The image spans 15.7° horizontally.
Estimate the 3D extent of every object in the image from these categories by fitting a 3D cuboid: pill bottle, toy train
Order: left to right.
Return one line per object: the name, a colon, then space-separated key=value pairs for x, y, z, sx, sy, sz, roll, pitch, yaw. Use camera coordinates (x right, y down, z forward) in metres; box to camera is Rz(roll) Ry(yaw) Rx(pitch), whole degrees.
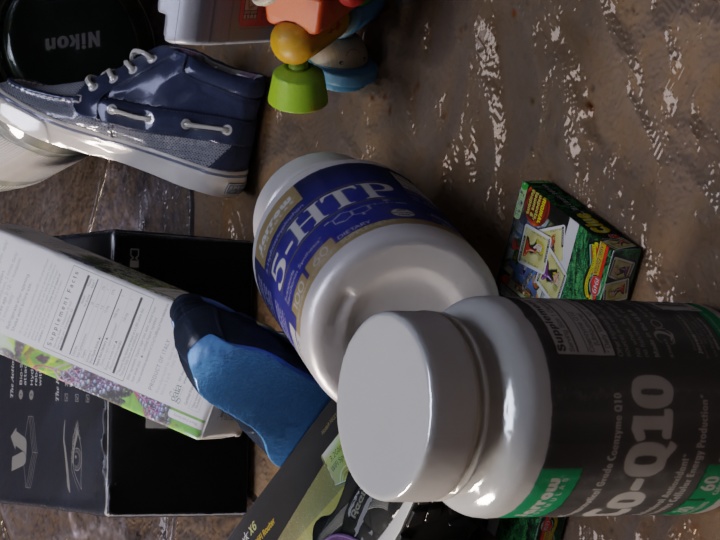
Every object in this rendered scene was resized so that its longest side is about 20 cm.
toy train: x=-0.039 y=-0.148 z=1.612 sx=0.085 sy=0.200 sz=0.116 roll=15 pitch=118 yaw=19
pill bottle: x=0.000 y=0.000 z=1.574 sx=0.200 sy=0.119 sz=0.120 roll=-129 pitch=48 yaw=-65
pill bottle: x=0.096 y=0.070 z=1.335 sx=0.113 sy=0.200 sz=0.113 roll=-5 pitch=84 yaw=60

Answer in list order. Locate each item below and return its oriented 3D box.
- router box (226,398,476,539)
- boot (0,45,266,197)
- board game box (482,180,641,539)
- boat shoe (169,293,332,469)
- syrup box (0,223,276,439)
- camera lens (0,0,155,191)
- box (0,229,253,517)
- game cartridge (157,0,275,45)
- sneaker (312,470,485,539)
router box: x=-0.006 y=0.190 z=1.634 sx=0.200 sy=0.052 sz=0.157 roll=-55 pitch=50 yaw=43
boot: x=-0.164 y=-0.125 z=1.849 sx=0.073 sy=0.200 sz=0.090 roll=-36 pitch=-37 yaw=-73
board game box: x=0.102 y=0.059 z=1.504 sx=0.105 sy=0.023 sz=0.200 roll=39 pitch=121 yaw=52
boat shoe: x=-0.052 y=0.063 z=1.629 sx=0.084 sy=0.200 sz=0.069 roll=-34 pitch=57 yaw=2
syrup box: x=-0.166 y=0.039 z=1.727 sx=0.200 sy=0.079 sz=0.082 roll=21 pitch=93 yaw=16
camera lens: x=-0.260 y=-0.150 z=2.003 sx=0.200 sy=0.160 sz=0.160 roll=-20 pitch=71 yaw=58
box: x=-0.173 y=0.074 z=1.880 sx=0.200 sy=0.117 sz=0.197 roll=-2 pitch=86 yaw=59
game cartridge: x=-0.066 y=-0.213 z=1.667 sx=0.041 sy=0.200 sz=0.133 roll=8 pitch=100 yaw=21
sneaker: x=0.033 y=0.113 z=1.493 sx=0.200 sy=0.076 sz=0.088 roll=-53 pitch=48 yaw=24
